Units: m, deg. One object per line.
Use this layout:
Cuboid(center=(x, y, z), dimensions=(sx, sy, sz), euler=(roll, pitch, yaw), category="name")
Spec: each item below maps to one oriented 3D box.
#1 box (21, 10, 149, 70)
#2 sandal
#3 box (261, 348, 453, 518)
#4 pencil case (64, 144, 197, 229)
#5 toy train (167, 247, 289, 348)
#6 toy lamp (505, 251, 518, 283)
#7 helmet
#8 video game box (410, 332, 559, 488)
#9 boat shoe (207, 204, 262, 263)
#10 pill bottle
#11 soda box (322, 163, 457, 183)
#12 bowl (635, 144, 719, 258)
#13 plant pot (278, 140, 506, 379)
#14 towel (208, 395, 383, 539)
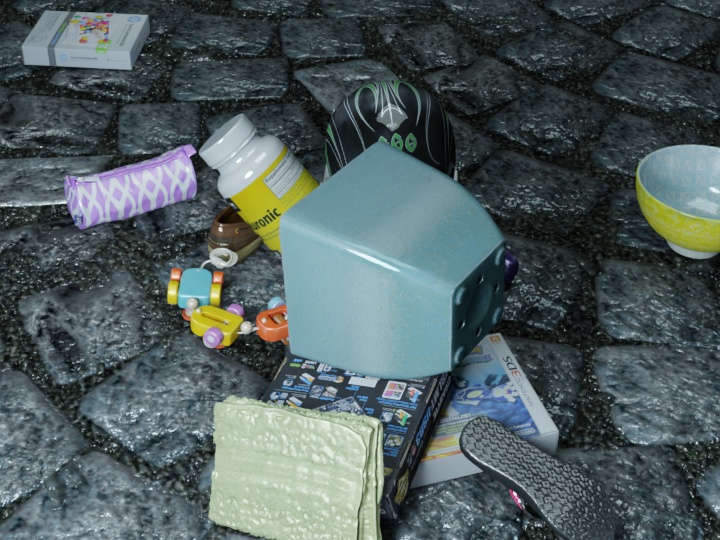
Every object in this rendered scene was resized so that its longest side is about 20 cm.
Cuboid(center=(-0.502, -0.424, 2.124), dimensions=(0.198, 0.041, 0.156), euler=(4, 37, 2), category="box")
Cuboid(center=(0.193, 0.234, 1.260), dimensions=(0.200, 0.045, 0.075), euler=(36, 59, 22), category="sandal")
Cuboid(center=(-0.020, 0.169, 1.295), dimensions=(0.199, 0.050, 0.199), euler=(5, 46, 24), category="box")
Cuboid(center=(-0.338, -0.125, 1.695), dimensions=(0.199, 0.086, 0.084), euler=(-19, 43, -26), category="pencil case")
Cuboid(center=(-0.162, 0.052, 1.496), dimensions=(0.150, 0.056, 0.200), euler=(-22, 43, -34), category="toy train")
Cuboid(center=(0.129, -0.036, 1.615), dimensions=(0.199, 0.059, 0.058), euler=(27, 44, 29), category="toy lamp")
Cuboid(center=(0.041, -0.167, 1.592), dimensions=(0.198, 0.200, 0.192), euler=(-5, 70, -9), category="helmet")
Cuboid(center=(0.107, 0.161, 1.362), dimensions=(0.198, 0.047, 0.183), euler=(-10, 36, -14), category="video game box")
Cuboid(center=(-0.149, -0.085, 1.662), dimensions=(0.072, 0.068, 0.200), euler=(19, 40, 23), category="boat shoe")
Cuboid(center=(-0.125, -0.113, 1.577), dimensions=(0.111, 0.200, 0.111), euler=(-37, 18, 14), category="pill bottle")
Cuboid(center=(0.043, -0.111, 1.706), dimensions=(0.198, 0.064, 0.068), euler=(3, 37, 3), category="soda box")
Cuboid(center=(0.485, -0.082, 1.644), dimensions=(0.198, 0.108, 0.201), euler=(1, 36, -1), category="bowl")
Cuboid(center=(0.050, 0.006, 1.289), dimensions=(0.199, 0.197, 0.196), euler=(23, 44, 30), category="plant pot")
Cuboid(center=(-0.068, 0.213, 1.203), dimensions=(0.198, 0.150, 0.036), euler=(5, 3, 23), category="towel")
